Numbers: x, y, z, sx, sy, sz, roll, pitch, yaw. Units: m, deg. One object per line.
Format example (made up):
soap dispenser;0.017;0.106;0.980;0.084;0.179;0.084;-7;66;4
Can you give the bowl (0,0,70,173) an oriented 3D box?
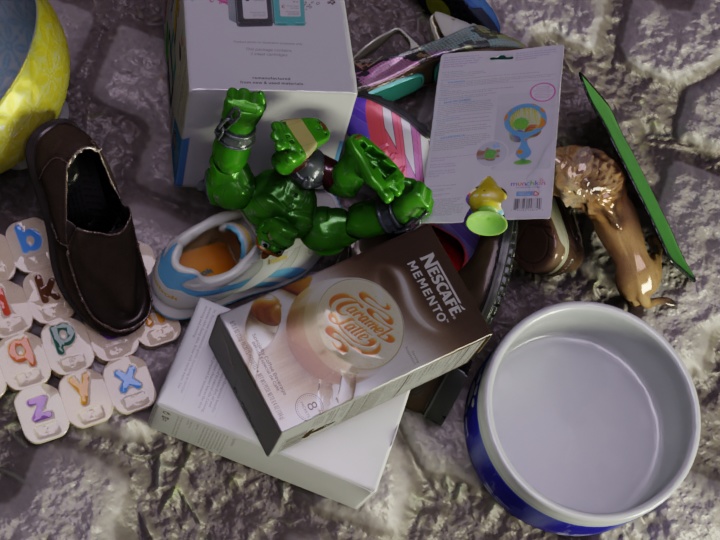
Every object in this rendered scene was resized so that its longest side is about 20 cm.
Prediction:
bowl;-0.318;-0.149;1.497;0.108;0.200;0.200;40;59;-43

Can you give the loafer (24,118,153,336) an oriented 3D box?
loafer;-0.224;-0.028;1.447;0.073;0.071;0.200;-31;118;-23

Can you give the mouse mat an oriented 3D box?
mouse mat;0.257;-0.084;1.599;0.008;0.161;0.200;-28;75;13

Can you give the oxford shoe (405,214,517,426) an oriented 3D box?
oxford shoe;0.078;0.031;1.519;0.084;0.073;0.200;26;95;4

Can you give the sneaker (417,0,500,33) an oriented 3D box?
sneaker;0.073;-0.303;1.677;0.200;0.066;0.078;44;64;5

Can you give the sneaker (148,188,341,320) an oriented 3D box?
sneaker;-0.093;-0.023;1.526;0.200;0.081;0.077;-30;78;-30

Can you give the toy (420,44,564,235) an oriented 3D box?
toy;0.121;-0.112;1.533;0.115;0.047;0.200;-2;50;15

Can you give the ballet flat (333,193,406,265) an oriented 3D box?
ballet flat;0.000;0.000;1.557;0.067;0.046;0.200;34;64;2

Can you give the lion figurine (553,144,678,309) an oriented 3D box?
lion figurine;0.233;-0.033;1.558;0.072;0.123;0.200;-34;97;16

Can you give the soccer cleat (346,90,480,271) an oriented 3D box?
soccer cleat;0.047;-0.077;1.557;0.200;0.068;0.073;45;60;-10

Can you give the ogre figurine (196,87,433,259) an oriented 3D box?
ogre figurine;-0.048;-0.072;1.459;0.200;0.120;0.098;9;53;-36

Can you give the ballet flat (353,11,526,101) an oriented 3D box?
ballet flat;0.057;-0.202;1.631;0.200;0.069;0.071;-18;72;-8

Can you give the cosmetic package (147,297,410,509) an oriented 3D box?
cosmetic package;-0.069;0.116;1.481;0.200;0.085;0.108;24;67;-4

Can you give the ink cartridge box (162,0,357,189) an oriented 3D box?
ink cartridge box;-0.094;-0.195;1.536;0.146;0.147;0.200;0;58;-12

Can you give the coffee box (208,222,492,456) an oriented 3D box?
coffee box;-0.010;0.056;1.427;0.200;0.080;0.115;-25;76;-19

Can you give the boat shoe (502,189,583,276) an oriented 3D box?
boat shoe;0.157;-0.085;1.624;0.075;0.075;0.203;7;62;-47

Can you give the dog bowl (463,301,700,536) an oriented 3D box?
dog bowl;0.196;0.133;1.538;0.200;0.079;0.201;4;70;-11

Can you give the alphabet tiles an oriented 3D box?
alphabet tiles;-0.263;0.046;1.501;0.200;0.015;0.196;-18;76;-18
